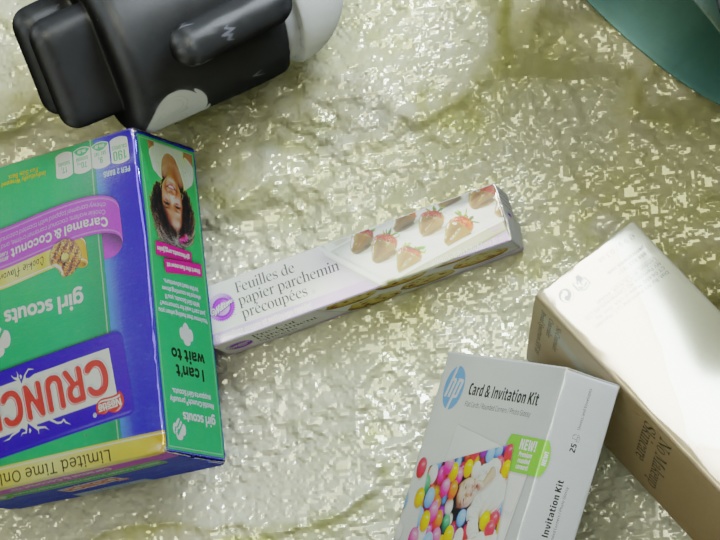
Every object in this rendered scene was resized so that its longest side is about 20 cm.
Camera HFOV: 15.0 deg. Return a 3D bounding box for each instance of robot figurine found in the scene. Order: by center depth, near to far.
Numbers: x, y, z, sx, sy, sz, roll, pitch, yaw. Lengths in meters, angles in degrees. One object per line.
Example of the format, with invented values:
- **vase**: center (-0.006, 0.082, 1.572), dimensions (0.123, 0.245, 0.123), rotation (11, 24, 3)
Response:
- **robot figurine**: center (-0.108, -0.161, 1.665), dimensions (0.200, 0.125, 0.150), rotation (-25, 61, -13)

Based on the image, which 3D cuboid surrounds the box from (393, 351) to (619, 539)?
- **box**: center (0.070, 0.151, 1.566), dimensions (0.041, 0.156, 0.200), rotation (20, 84, -22)

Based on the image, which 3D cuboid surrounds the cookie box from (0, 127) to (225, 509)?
- **cookie box**: center (-0.177, 0.033, 1.675), dimensions (0.171, 0.075, 0.201), rotation (-14, 76, 28)

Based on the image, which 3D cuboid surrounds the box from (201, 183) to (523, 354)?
- **box**: center (0.000, 0.000, 1.668), dimensions (0.200, 0.041, 0.039), rotation (-20, 75, 11)

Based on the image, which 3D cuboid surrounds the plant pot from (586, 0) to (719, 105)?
- **plant pot**: center (0.207, -0.217, 1.574), dimensions (0.201, 0.201, 0.161), rotation (42, 84, 19)

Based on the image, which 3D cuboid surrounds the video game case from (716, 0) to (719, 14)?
- **video game case**: center (0.282, -0.166, 1.422), dimensions (0.200, 0.025, 0.181), rotation (-16, 80, 18)

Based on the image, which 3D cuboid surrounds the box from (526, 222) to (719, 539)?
- **box**: center (0.189, 0.081, 1.558), dimensions (0.078, 0.095, 0.200), rotation (-36, 68, -17)
